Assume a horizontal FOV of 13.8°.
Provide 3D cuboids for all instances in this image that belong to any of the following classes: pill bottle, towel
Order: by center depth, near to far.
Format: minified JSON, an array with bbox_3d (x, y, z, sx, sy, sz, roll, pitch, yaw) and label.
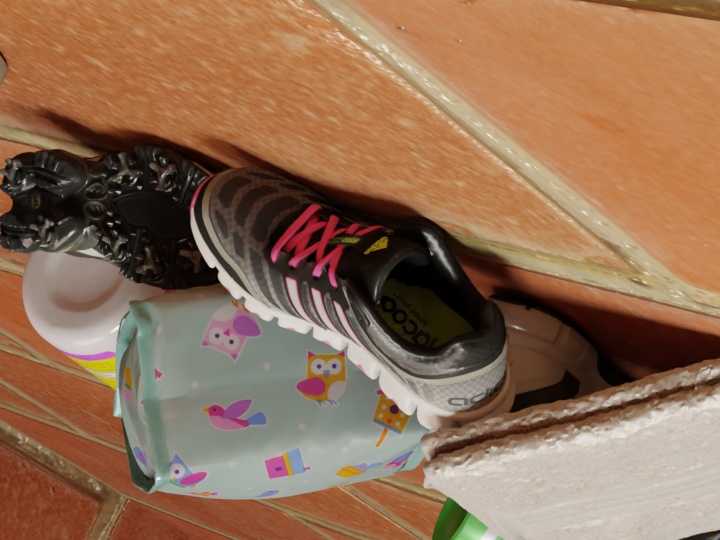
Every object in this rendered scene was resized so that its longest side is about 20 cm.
[{"bbox_3d":[0.140,0.098,1.504,0.199,0.035,0.132,-17,147,29],"label":"towel"},{"bbox_3d":[-0.120,0.036,1.879,0.104,0.105,0.200,19,166,35],"label":"pill bottle"}]

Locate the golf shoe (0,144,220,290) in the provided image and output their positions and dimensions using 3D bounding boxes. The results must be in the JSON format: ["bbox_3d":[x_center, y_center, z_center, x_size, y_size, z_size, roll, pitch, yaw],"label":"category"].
[{"bbox_3d":[-0.114,-0.033,1.678,0.199,0.078,0.094,15,-174,44],"label":"golf shoe"}]

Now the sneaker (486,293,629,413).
[{"bbox_3d":[0.112,0.086,1.626,0.073,0.080,0.200,14,165,43],"label":"sneaker"}]

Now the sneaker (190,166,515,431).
[{"bbox_3d":[0.000,0.000,1.520,0.200,0.074,0.088,37,150,15],"label":"sneaker"}]

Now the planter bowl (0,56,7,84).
[{"bbox_3d":[-0.312,-0.098,1.629,0.199,0.135,0.200,27,169,5],"label":"planter bowl"}]

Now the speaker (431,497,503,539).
[{"bbox_3d":[0.152,0.212,2.102,0.199,0.089,0.088,29,169,-11],"label":"speaker"}]

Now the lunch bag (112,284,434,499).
[{"bbox_3d":[-0.050,0.067,1.654,0.169,0.123,0.200,-8,171,-9],"label":"lunch bag"}]

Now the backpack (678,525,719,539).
[{"bbox_3d":[0.213,0.203,1.604,0.147,0.200,0.183,46,172,5],"label":"backpack"}]
